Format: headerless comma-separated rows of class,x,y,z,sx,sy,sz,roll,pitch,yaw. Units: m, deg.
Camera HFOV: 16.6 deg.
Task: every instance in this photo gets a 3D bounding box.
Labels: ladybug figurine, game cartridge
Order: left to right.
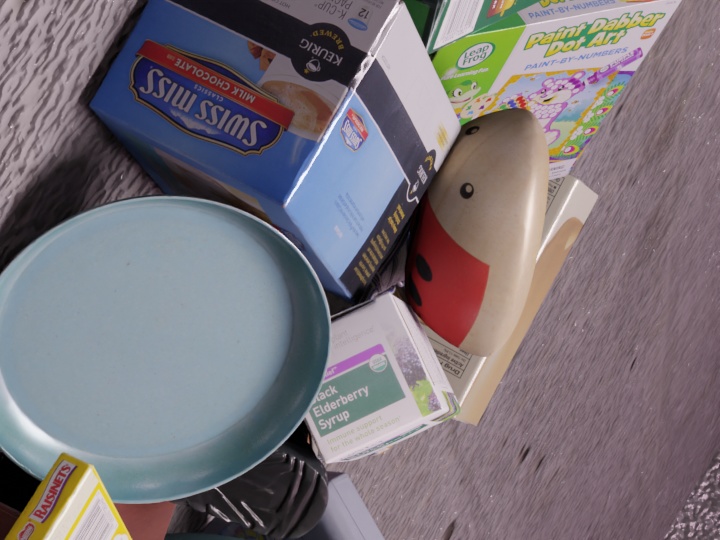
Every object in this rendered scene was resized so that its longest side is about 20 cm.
game cartridge,-0.046,0.214,1.721,0.040,0.134,0.200,-24,173,-37
ladybug figurine,0.069,-0.023,1.531,0.200,0.072,0.136,101,-6,-57

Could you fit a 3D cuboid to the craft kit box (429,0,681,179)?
craft kit box,0.091,-0.120,1.643,0.200,0.049,0.198,-14,149,-31

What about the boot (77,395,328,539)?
boot,-0.113,0.074,1.489,0.077,0.200,0.168,-59,-162,15

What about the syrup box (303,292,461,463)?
syrup box,0.007,0.068,1.520,0.079,0.082,0.200,-25,175,3

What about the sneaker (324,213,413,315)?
sneaker,0.000,0.000,1.639,0.085,0.077,0.200,-14,152,-27

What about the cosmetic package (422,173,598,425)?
cosmetic package,0.083,0.004,1.840,0.200,0.105,0.071,-61,160,1

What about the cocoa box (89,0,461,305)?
cocoa box,-0.043,-0.086,1.388,0.131,0.133,0.200,-60,162,-8

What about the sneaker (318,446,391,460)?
sneaker,-0.014,0.090,1.748,0.088,0.075,0.200,-12,154,-17

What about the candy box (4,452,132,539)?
candy box,-0.163,0.189,1.392,0.102,0.026,0.200,-57,158,-22

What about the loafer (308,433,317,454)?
loafer,-0.072,0.084,1.674,0.063,0.072,0.200,-30,147,-22

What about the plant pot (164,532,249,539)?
plant pot,-0.129,0.253,1.626,0.200,0.135,0.200,-52,159,-30

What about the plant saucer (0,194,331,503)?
plant saucer,-0.116,0.040,1.353,0.027,0.200,0.201,-113,-144,-56

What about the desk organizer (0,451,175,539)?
desk organizer,-0.181,0.148,1.445,0.200,0.072,0.077,-14,126,-67

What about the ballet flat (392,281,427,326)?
ballet flat,0.047,-0.015,1.731,0.200,0.068,0.063,-87,-168,-49

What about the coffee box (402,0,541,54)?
coffee box,0.037,-0.188,1.485,0.200,0.123,0.044,-34,146,-58
